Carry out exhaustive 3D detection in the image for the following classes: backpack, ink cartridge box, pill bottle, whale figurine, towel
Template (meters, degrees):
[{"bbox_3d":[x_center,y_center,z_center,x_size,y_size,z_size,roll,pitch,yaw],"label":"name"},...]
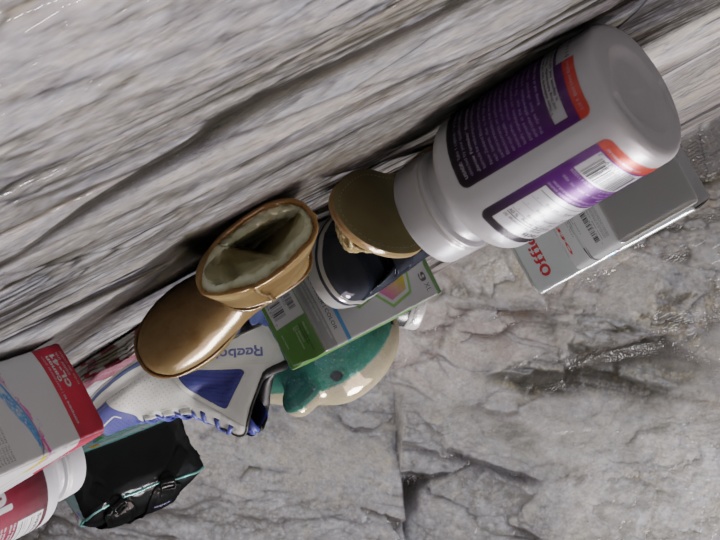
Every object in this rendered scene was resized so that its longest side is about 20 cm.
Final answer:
[{"bbox_3d":[-0.307,0.251,2.395,0.175,0.154,0.200,-25,166,-17],"label":"backpack"},{"bbox_3d":[0.249,-0.087,1.997,0.199,0.146,0.083,-30,178,24],"label":"ink cartridge box"},{"bbox_3d":[0.212,-0.091,1.664,0.083,0.145,0.200,-28,176,-7],"label":"ink cartridge box"},{"bbox_3d":[-0.356,0.205,1.730,0.113,0.113,0.200,-32,176,41],"label":"pill bottle"},{"bbox_3d":[-0.064,0.071,1.768,0.199,0.104,0.159,-20,-147,20],"label":"whale figurine"},{"bbox_3d":[-0.181,0.058,1.734,0.200,0.023,0.144,-32,176,36],"label":"towel"},{"bbox_3d":[0.000,0.000,1.650,0.200,0.104,0.059,-25,176,-40],"label":"ink cartridge box"},{"bbox_3d":[0.124,-0.085,1.357,0.200,0.112,0.111,-30,176,32],"label":"pill bottle"},{"bbox_3d":[-0.302,0.133,1.360,0.147,0.086,0.200,-29,175,19],"label":"ink cartridge box"}]

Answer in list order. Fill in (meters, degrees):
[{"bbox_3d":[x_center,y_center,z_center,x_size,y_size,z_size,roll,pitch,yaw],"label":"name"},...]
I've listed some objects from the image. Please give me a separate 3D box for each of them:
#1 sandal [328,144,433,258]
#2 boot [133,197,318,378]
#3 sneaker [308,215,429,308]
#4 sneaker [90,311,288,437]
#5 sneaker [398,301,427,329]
[{"bbox_3d":[0.015,-0.039,1.447,0.070,0.078,0.212,-38,177,31],"label":"sandal"},{"bbox_3d":[-0.107,0.014,1.398,0.175,0.066,0.200,-41,178,-3],"label":"boot"},{"bbox_3d":[0.030,-0.038,1.584,0.079,0.079,0.200,-25,-169,39],"label":"sneaker"},{"bbox_3d":[-0.147,0.115,1.698,0.199,0.115,0.081,-32,176,12],"label":"sneaker"},{"bbox_3d":[0.001,-0.006,1.960,0.111,0.073,0.200,12,-163,-14],"label":"sneaker"}]
